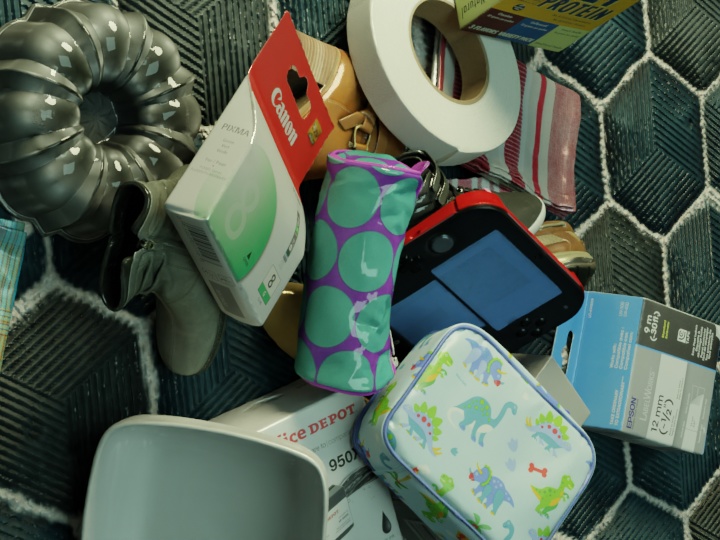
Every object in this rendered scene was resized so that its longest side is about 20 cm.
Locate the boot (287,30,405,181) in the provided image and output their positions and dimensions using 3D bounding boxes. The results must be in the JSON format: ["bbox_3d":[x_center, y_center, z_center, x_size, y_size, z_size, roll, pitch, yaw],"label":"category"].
[{"bbox_3d":[-0.031,-0.101,1.404,0.154,0.073,0.202,27,76,-38],"label":"boot"}]

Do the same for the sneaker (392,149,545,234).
[{"bbox_3d":[0.084,-0.063,1.420,0.198,0.071,0.100,-12,132,-17],"label":"sneaker"}]

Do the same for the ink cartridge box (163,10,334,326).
[{"bbox_3d":[-0.070,-0.079,1.255,0.201,0.050,0.161,-58,153,-22],"label":"ink cartridge box"}]

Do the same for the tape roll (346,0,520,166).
[{"bbox_3d":[0.071,-0.198,1.457,0.202,0.037,0.205,21,58,-38],"label":"tape roll"}]

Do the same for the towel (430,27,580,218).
[{"bbox_3d":[0.147,-0.152,1.551,0.199,0.023,0.146,24,61,-35],"label":"towel"}]

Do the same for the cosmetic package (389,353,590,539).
[{"bbox_3d":[0.119,0.176,1.498,0.090,0.106,0.201,51,60,-25],"label":"cosmetic package"}]

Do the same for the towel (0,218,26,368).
[{"bbox_3d":[-0.338,0.045,1.199,0.146,0.022,0.202,14,82,-36],"label":"towel"}]

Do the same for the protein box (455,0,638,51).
[{"bbox_3d":[0.188,-0.346,1.460,0.134,0.198,0.202,5,68,-37],"label":"protein box"}]

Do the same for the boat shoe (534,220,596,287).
[{"bbox_3d":[0.129,-0.011,1.499,0.198,0.076,0.074,-2,58,-25],"label":"boat shoe"}]

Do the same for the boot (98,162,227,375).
[{"bbox_3d":[-0.166,0.008,1.253,0.130,0.067,0.202,-28,134,-53],"label":"boot"}]

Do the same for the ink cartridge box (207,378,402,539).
[{"bbox_3d":[-0.051,0.212,1.380,0.144,0.084,0.202,-23,103,-36],"label":"ink cartridge box"}]

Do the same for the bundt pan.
[{"bbox_3d":[-0.211,-0.124,1.263,0.200,0.075,0.205,0,90,-38],"label":"bundt pan"}]

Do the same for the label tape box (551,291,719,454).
[{"bbox_3d":[0.291,0.106,1.656,0.199,0.066,0.145,19,79,-38],"label":"label tape box"}]

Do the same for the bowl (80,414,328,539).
[{"bbox_3d":[-0.123,0.214,1.273,0.197,0.075,0.202,10,104,5],"label":"bowl"}]

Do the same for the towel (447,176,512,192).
[{"bbox_3d":[0.075,-0.015,1.515,0.198,0.030,0.148,-5,93,-35],"label":"towel"}]

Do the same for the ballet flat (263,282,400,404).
[{"bbox_3d":[-0.007,0.075,1.424,0.199,0.063,0.069,37,79,-31],"label":"ballet flat"}]

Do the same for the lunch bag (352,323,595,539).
[{"bbox_3d":[0.105,0.156,1.382,0.200,0.082,0.161,44,65,-13],"label":"lunch bag"}]

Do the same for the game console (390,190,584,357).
[{"bbox_3d":[0.095,0.022,1.431,0.200,0.176,0.031,40,22,-41],"label":"game console"}]

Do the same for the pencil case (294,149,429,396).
[{"bbox_3d":[0.000,0.000,1.333,0.091,0.085,0.202,7,97,-17],"label":"pencil case"}]
